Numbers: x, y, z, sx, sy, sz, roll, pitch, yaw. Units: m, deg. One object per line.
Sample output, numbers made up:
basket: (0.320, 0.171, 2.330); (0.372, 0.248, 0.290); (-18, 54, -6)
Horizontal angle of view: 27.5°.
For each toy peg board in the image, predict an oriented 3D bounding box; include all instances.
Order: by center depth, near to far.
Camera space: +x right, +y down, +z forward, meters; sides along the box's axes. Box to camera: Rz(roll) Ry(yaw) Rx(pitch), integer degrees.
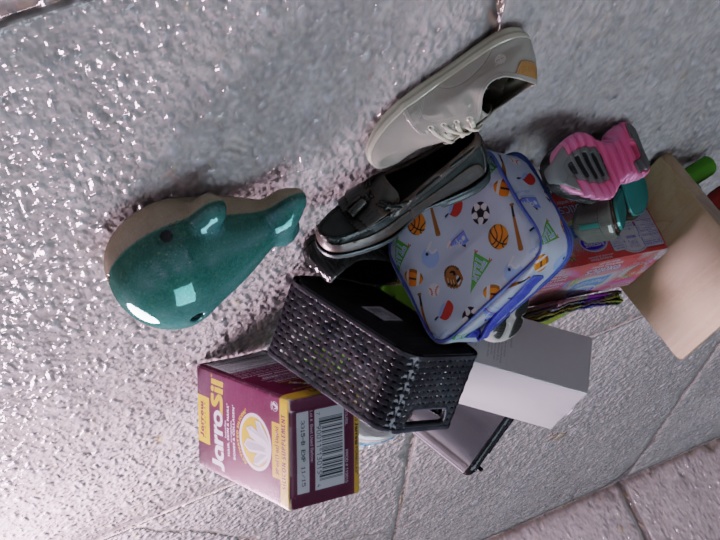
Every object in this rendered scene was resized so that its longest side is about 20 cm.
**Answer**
toy peg board: (0.417, -0.030, 1.850); (0.097, 0.200, 0.200); (-30, 165, -34)

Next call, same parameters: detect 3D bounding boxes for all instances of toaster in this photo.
toaster: (0.147, 0.168, 1.935); (0.201, 0.118, 0.181); (-55, 178, 5)

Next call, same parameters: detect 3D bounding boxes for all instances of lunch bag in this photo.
lunch bag: (0.125, -0.018, 1.565); (0.075, 0.161, 0.200); (-2, 145, -47)

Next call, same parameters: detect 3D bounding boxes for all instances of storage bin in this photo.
storage bin: (0.012, 0.089, 1.619); (0.134, 0.199, 0.095); (2, 114, -50)

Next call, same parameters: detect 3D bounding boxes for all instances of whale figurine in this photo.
whale figurine: (-0.137, -0.011, 1.371); (0.198, 0.105, 0.159); (-18, 157, -20)

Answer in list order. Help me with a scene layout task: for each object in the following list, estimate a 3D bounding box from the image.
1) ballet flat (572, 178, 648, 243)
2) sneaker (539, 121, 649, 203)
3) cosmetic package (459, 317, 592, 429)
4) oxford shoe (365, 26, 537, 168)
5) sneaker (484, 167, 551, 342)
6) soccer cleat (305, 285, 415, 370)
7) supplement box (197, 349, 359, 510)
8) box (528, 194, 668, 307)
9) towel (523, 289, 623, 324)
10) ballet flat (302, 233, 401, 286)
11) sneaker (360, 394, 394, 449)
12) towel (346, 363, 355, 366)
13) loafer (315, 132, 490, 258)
ballet flat: (0.286, -0.079, 1.712); (0.063, 0.068, 0.200); (-13, -171, 24)
sneaker: (0.237, -0.106, 1.600); (0.095, 0.080, 0.199); (-21, 177, 36)
cosmetic package: (0.162, 0.109, 1.734); (0.198, 0.082, 0.113); (16, 148, -12)
oxford shoe: (0.084, -0.148, 1.367); (0.199, 0.058, 0.075); (-35, 160, 27)
sneaker: (0.151, -0.023, 1.639); (0.080, 0.083, 0.202); (1, 109, -52)
soccer cleat: (0.011, 0.057, 1.774); (0.199, 0.068, 0.081); (-37, 180, 17)
supplement box: (-0.097, 0.180, 1.702); (0.102, 0.133, 0.199); (-9, -167, -36)
box: (0.258, -0.030, 1.775); (0.198, 0.103, 0.095); (-11, 155, -34)
towel: (0.226, 0.057, 1.823); (0.143, 0.023, 0.199); (-20, 172, 35)
ballet flat: (0.000, 0.000, 1.617); (0.066, 0.057, 0.199); (-34, 158, 24)
sneaker: (-0.035, 0.165, 1.849); (0.198, 0.076, 0.087); (15, 143, -13)
towel: (0.034, 0.114, 1.943); (0.198, 0.049, 0.171); (-14, 159, -28)
loafer: (0.039, -0.083, 1.475); (0.199, 0.072, 0.063); (-27, 140, -14)
